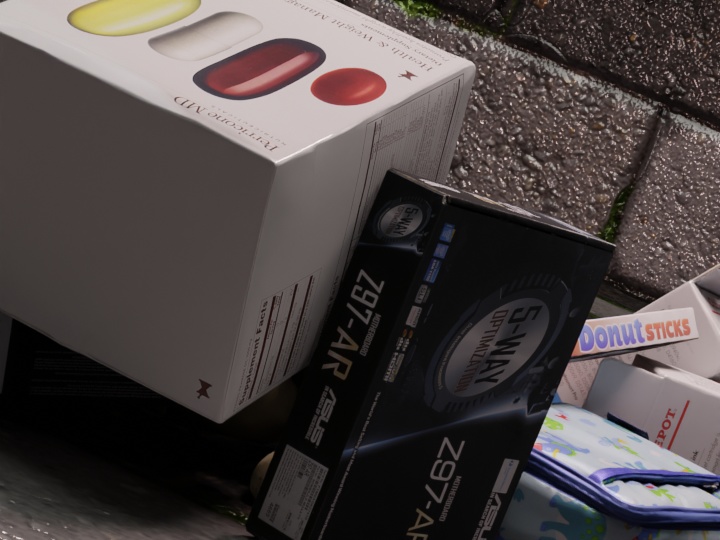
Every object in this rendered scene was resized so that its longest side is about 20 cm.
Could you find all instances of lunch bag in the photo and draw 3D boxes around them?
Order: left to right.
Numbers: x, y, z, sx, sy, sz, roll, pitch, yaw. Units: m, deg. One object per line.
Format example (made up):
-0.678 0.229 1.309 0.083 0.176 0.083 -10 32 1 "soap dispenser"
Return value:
0.138 0.140 1.576 0.160 0.083 0.200 29 11 33 "lunch bag"

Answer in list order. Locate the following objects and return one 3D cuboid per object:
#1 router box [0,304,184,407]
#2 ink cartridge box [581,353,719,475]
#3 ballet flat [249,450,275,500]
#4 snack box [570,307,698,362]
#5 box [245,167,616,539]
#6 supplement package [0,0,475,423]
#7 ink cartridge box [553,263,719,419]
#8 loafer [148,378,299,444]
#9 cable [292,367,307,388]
-0.180 0.024 1.410 0.199 0.052 0.157 4 15 -28 "router box"
0.220 0.131 1.738 0.199 0.116 0.068 21 7 -14 "ink cartridge box"
0.019 0.084 1.460 0.199 0.057 0.066 -22 40 -34 "ballet flat"
0.135 0.046 1.675 0.072 0.024 0.200 -13 -5 37 "snack box"
0.038 0.059 1.367 0.043 0.201 0.160 27 7 38 "box"
-0.081 -0.055 1.346 0.191 0.148 0.200 25 29 21 "supplement package"
0.209 0.069 1.829 0.067 0.200 0.116 64 17 17 "ink cartridge box"
-0.096 0.057 1.523 0.068 0.076 0.200 52 -11 -28 "loafer"
-0.040 0.037 1.561 0.201 0.050 0.097 63 -9 -24 "cable"
